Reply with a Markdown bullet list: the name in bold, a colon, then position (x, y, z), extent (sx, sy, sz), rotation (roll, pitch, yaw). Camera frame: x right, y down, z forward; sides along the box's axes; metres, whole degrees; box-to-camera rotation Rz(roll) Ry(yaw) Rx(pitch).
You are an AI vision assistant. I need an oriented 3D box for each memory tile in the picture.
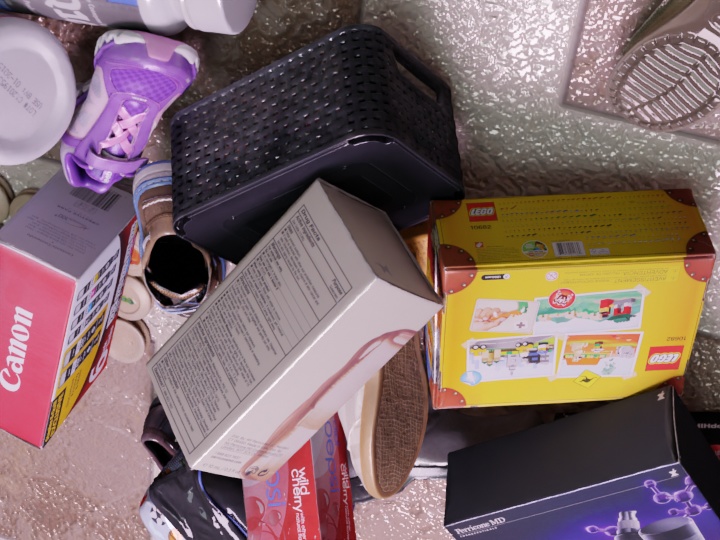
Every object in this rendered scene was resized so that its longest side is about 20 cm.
- **memory tile**: position (-0.284, 0.000, 1.154), extent (0.197, 0.017, 0.155), rotation (19, 125, 7)

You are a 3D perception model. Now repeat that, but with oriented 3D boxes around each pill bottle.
- **pill bottle**: position (-0.177, -0.236, 0.910), extent (0.197, 0.114, 0.115), rotation (11, 124, 13)
- **pill bottle**: position (-0.319, -0.157, 0.975), extent (0.199, 0.108, 0.110), rotation (23, 132, 42)

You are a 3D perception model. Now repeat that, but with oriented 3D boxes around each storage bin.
- **storage bin**: position (-0.035, -0.082, 0.930), extent (0.198, 0.095, 0.135), rotation (-20, 151, 29)

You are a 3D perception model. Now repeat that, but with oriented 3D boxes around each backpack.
- **backpack**: position (-0.088, 0.198, 1.104), extent (0.153, 0.191, 0.201), rotation (-23, 108, 35)

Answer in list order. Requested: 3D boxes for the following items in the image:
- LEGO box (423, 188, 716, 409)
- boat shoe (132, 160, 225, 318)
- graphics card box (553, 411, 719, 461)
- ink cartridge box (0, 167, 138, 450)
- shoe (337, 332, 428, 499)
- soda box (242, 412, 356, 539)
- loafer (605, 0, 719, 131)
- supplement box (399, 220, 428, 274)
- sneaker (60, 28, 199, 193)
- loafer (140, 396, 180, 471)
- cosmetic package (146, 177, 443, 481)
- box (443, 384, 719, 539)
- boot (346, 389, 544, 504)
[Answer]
- **LEGO box**: position (0.150, 0.023, 0.928), extent (0.196, 0.078, 0.150), rotation (-2, 133, -3)
- **boat shoe**: position (-0.154, -0.004, 1.030), extent (0.071, 0.073, 0.201), rotation (-7, 149, 1)
- **graphics card box**: position (0.266, 0.183, 1.055), extent (0.197, 0.051, 0.127), rotation (-1, 120, 21)
- **ink cartridge box**: position (-0.274, 0.045, 1.060), extent (0.083, 0.176, 0.202), rotation (24, 126, 4)
- **shoe**: position (0.013, 0.080, 0.973), extent (0.053, 0.069, 0.203), rotation (15, 110, 45)
- **soda box**: position (-0.054, 0.125, 0.979), extent (0.069, 0.063, 0.204), rotation (-10, 81, 25)
- **loafer**: position (0.242, -0.168, 0.836), extent (0.075, 0.069, 0.200), rotation (38, 141, -5)
- **supplement box**: position (0.000, 0.000, 1.024), extent (0.198, 0.067, 0.069), rotation (-16, 115, 28)
- **sneaker**: position (-0.185, -0.117, 0.960), extent (0.079, 0.090, 0.199), rotation (16, 158, -25)
- **loafer**: position (-0.161, 0.217, 1.218), extent (0.071, 0.063, 0.202), rotation (-13, 115, 26)
- **cosmetic package**: position (-0.050, 0.047, 0.888), extent (0.200, 0.104, 0.087), rotation (-45, 143, 20)
- **box**: position (0.185, 0.187, 0.985), extent (0.198, 0.079, 0.142), rotation (-22, 125, 26)
- **boot**: position (0.055, 0.114, 1.070), extent (0.197, 0.070, 0.134), rotation (-15, 88, -2)
